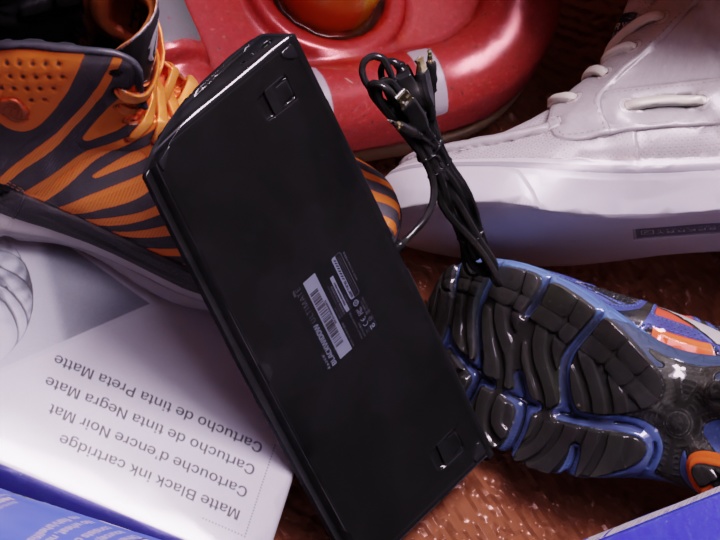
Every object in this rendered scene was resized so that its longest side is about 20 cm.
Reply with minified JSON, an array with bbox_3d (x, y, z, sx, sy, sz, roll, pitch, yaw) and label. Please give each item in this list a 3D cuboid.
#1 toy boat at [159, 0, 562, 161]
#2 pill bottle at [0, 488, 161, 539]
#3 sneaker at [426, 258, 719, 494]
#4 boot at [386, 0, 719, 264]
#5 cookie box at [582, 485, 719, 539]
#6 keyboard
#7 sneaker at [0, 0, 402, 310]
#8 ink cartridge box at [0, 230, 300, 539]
[{"bbox_3d":[-0.008,-0.122,1.089,0.199,0.131,0.131,-12,64,-27],"label":"toy boat"},{"bbox_3d":[-0.069,0.141,0.861,0.199,0.112,0.112,15,49,24],"label":"pill bottle"},{"bbox_3d":[0.116,0.048,1.058,0.199,0.076,0.078,24,15,18],"label":"sneaker"},{"bbox_3d":[0.104,-0.059,1.089,0.199,0.074,0.096,-1,71,0],"label":"boot"},{"bbox_3d":[0.174,0.146,0.940,0.199,0.075,0.172,-23,82,8],"label":"cookie box"},{"bbox_3d":[0.000,0.000,0.998,0.127,0.201,0.021,-41,34,-25],"label":"keyboard"},{"bbox_3d":[-0.069,-0.052,0.982,0.199,0.112,0.078,10,51,-16],"label":"sneaker"},{"bbox_3d":[-0.118,0.046,0.995,0.199,0.041,0.201,22,54,-7],"label":"ink cartridge box"}]
